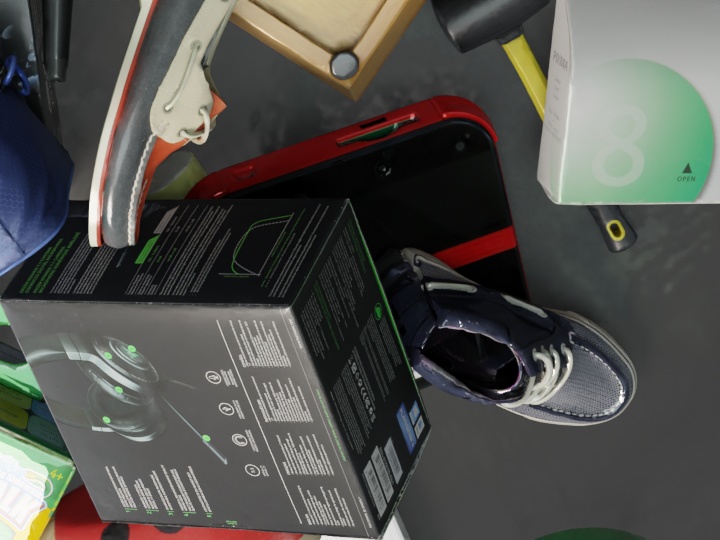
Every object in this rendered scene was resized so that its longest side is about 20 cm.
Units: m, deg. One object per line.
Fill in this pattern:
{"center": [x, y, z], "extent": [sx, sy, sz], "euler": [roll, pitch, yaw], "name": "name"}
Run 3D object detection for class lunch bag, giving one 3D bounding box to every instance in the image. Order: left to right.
{"center": [-0.253, -0.047, 1.337], "extent": [0.200, 0.136, 0.133], "euler": [-37, 109, 9], "name": "lunch bag"}

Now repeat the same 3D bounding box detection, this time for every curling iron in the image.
{"center": [-0.175, -0.206, 1.400], "extent": [0.025, 0.049, 0.202], "euler": [2, 95, 32], "name": "curling iron"}

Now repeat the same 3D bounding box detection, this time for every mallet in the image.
{"center": [0.104, -0.091, 1.486], "extent": [0.065, 0.041, 0.201], "euler": [-22, 113, 4], "name": "mallet"}

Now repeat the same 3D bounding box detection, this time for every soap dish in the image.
{"center": [-0.040, -0.207, 1.412], "extent": [0.199, 0.081, 0.158], "euler": [32, 105, -12], "name": "soap dish"}

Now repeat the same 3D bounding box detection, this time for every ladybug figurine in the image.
{"center": [-0.116, 0.157, 1.506], "extent": [0.199, 0.136, 0.072], "euler": [-17, 116, 8], "name": "ladybug figurine"}

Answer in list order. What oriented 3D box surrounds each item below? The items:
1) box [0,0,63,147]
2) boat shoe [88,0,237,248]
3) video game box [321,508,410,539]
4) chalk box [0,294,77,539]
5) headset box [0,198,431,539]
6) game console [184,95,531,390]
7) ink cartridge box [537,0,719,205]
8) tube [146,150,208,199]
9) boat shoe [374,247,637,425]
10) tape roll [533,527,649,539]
{"center": [-0.260, -0.116, 1.431], "extent": [0.162, 0.086, 0.201], "euler": [-5, 110, -2], "name": "box"}
{"center": [-0.100, -0.105, 1.352], "extent": [0.062, 0.071, 0.201], "euler": [16, 90, -6], "name": "boat shoe"}
{"center": [-0.034, 0.245, 1.592], "extent": [0.181, 0.047, 0.201], "euler": [-22, 109, 3], "name": "video game box"}
{"center": [-0.241, 0.111, 1.492], "extent": [0.124, 0.124, 0.201], "euler": [25, 107, -11], "name": "chalk box"}
{"center": [-0.085, 0.054, 1.403], "extent": [0.199, 0.093, 0.175], "euler": [0, 130, 27], "name": "headset box"}
{"center": [0.000, 0.000, 1.490], "extent": [0.199, 0.031, 0.178], "euler": [-19, 121, -9], "name": "game console"}
{"center": [0.191, -0.138, 1.448], "extent": [0.160, 0.050, 0.201], "euler": [-1, 112, -17], "name": "ink cartridge box"}
{"center": [-0.073, 0.022, 1.512], "extent": [0.058, 0.052, 0.201], "euler": [-14, 118, 39], "name": "tube"}
{"center": [0.094, 0.059, 1.480], "extent": [0.199, 0.093, 0.075], "euler": [22, 107, -27], "name": "boat shoe"}
{"center": [0.143, 0.264, 1.580], "extent": [0.199, 0.048, 0.202], "euler": [-4, 104, -16], "name": "tape roll"}
